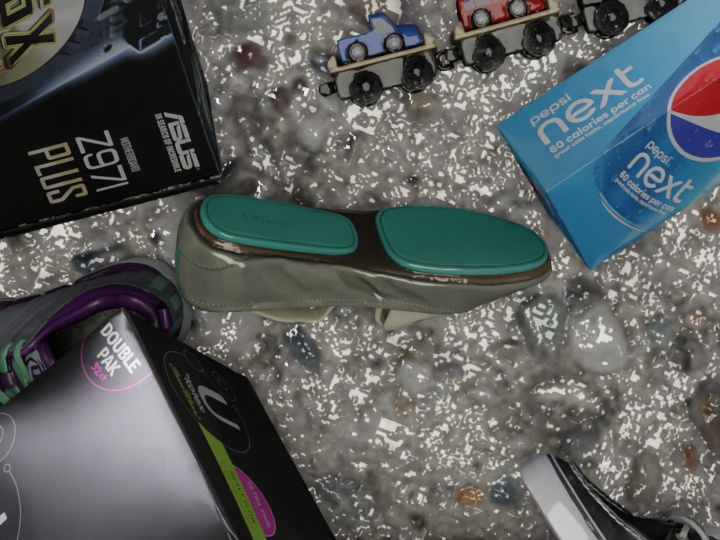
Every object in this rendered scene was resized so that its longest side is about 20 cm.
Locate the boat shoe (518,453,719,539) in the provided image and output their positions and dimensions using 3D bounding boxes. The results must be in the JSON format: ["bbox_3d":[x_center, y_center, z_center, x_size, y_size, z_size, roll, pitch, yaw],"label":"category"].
[{"bbox_3d":[0.166,0.162,0.928,0.068,0.072,0.200,-41,98,6],"label":"boat shoe"}]

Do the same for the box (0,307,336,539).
[{"bbox_3d":[-0.130,0.147,0.858,0.200,0.124,0.149,-38,57,10],"label":"box"}]

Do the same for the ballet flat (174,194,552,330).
[{"bbox_3d":[0.000,0.000,0.915,0.198,0.068,0.064,5,126,-13],"label":"ballet flat"}]

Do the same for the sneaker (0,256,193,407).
[{"bbox_3d":[-0.185,0.048,0.903,0.199,0.088,0.075,-26,96,2],"label":"sneaker"}]

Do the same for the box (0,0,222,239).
[{"bbox_3d":[-0.170,-0.120,0.835,0.162,0.087,0.201,-14,135,0],"label":"box"}]

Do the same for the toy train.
[{"bbox_3d":[0.071,-0.129,0.913,0.198,0.034,0.046,-16,93,1],"label":"toy train"}]

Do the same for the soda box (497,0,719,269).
[{"bbox_3d":[0.176,-0.091,0.891,0.199,0.068,0.064,-34,129,4],"label":"soda box"}]
